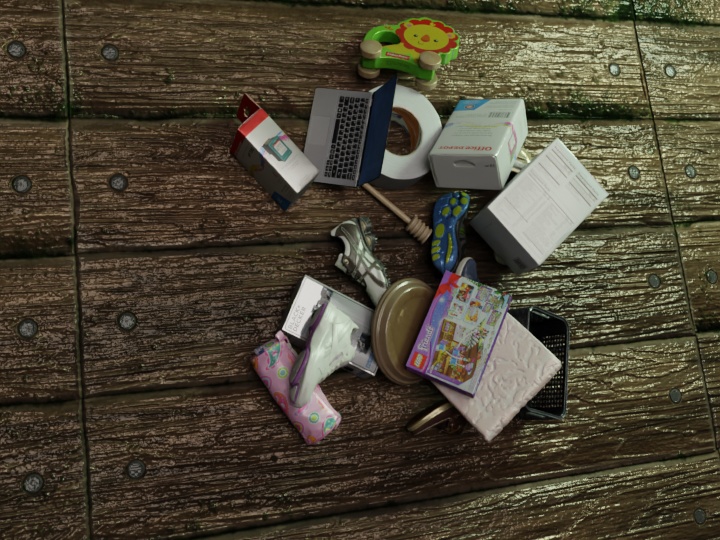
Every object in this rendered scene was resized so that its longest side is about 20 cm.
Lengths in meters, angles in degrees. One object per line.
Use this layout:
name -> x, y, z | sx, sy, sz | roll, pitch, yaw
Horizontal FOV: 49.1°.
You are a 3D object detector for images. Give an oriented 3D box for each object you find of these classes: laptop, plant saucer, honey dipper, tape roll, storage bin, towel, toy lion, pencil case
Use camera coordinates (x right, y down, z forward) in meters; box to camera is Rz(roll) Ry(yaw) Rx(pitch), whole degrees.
laptop -> -0.027, -0.264, 1.483 | 0.195, 0.116, 0.192 | 9, 83, 16
plant saucer -> 0.099, 0.116, 1.500 | 0.197, 0.029, 0.205 | -1, 91, -43
honey dipper -> 0.060, -0.131, 1.584 | 0.199, 0.038, 0.038 | 40, 69, -5
tape roll -> 0.068, -0.271, 1.603 | 0.196, 0.066, 0.205 | 4, 77, -18
storage bin -> 0.332, 0.184, 1.550 | 0.133, 0.093, 0.205 | 20, 68, -36
towel -> 0.239, 0.181, 1.465 | 0.200, 0.032, 0.191 | -43, 67, -6
toy lion -> 0.105, -0.467, 1.642 | 0.195, 0.069, 0.194 | 12, 50, 4
pencil case -> -0.117, 0.211, 1.420 | 0.087, 0.087, 0.202 | -34, 91, -22

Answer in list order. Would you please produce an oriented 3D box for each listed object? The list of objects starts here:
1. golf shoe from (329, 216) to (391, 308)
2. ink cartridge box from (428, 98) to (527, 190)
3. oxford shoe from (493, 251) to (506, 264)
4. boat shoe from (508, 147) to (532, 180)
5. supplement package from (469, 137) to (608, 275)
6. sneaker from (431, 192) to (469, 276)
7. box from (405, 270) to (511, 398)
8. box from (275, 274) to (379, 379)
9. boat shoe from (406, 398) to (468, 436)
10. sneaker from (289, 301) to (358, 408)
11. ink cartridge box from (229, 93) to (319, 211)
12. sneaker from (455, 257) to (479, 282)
golf shoe -> 0.000, 0.000, 1.520 | 0.093, 0.078, 0.204 | -16, 75, -13
ink cartridge box -> 0.238, -0.254, 1.580 | 0.201, 0.142, 0.086 | -58, 142, -40
oxford shoe -> 0.355, -0.087, 1.667 | 0.199, 0.058, 0.076 | -42, 122, -9
boat shoe -> 0.337, -0.228, 1.679 | 0.196, 0.075, 0.070 | 13, 79, -15
supplement package -> 0.347, -0.121, 1.555 | 0.200, 0.152, 0.151 | -43, 88, -9
sneaker -> 0.181, -0.074, 1.599 | 0.069, 0.083, 0.203 | 3, 58, 17
box -> 0.184, 0.116, 1.463 | 0.134, 0.039, 0.203 | 20, 74, 18
box -> -0.047, 0.108, 1.480 | 0.197, 0.060, 0.118 | 28, 71, -11
boat shoe -> 0.181, 0.281, 1.515 | 0.197, 0.072, 0.073 | -21, 84, -28
sneaker -> -0.060, 0.155, 1.382 | 0.099, 0.075, 0.203 | 31, 59, -15
ink cartridge box -> -0.177, -0.220, 1.481 | 0.200, 0.116, 0.067 | 47, 69, -3
sneaker -> 0.232, 0.076, 1.552 | 0.074, 0.083, 0.205 | 2, 87, -53
